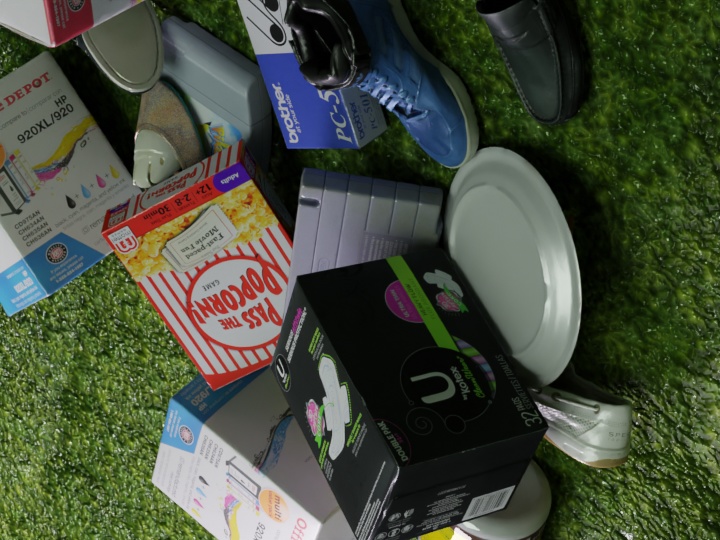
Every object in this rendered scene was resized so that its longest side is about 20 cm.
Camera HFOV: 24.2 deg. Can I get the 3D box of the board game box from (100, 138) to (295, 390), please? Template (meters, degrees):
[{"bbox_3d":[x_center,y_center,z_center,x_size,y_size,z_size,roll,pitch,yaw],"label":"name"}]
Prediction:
[{"bbox_3d":[-0.123,-0.002,1.559,0.150,0.046,0.201,-26,118,14],"label":"board game box"}]

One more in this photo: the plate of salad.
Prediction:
[{"bbox_3d":[0.130,-0.003,1.384,0.200,0.048,0.202,34,131,53],"label":"plate of salad"}]

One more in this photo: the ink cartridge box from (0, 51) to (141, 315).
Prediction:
[{"bbox_3d":[-0.333,-0.086,1.686,0.201,0.147,0.144,57,153,-7],"label":"ink cartridge box"}]

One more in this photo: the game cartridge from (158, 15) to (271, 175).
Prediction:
[{"bbox_3d":[-0.145,-0.128,1.589,0.133,0.040,0.201,32,137,19],"label":"game cartridge"}]

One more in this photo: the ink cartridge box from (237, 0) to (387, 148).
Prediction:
[{"bbox_3d":[-0.049,-0.203,1.430,0.093,0.044,0.202,4,121,45],"label":"ink cartridge box"}]

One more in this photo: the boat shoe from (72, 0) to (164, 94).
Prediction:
[{"bbox_3d":[-0.242,-0.236,1.559,0.200,0.074,0.066,55,157,17],"label":"boat shoe"}]

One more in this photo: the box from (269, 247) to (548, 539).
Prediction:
[{"bbox_3d":[0.035,0.103,1.393,0.201,0.147,0.125,60,148,32],"label":"box"}]

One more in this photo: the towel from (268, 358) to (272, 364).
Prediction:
[{"bbox_3d":[0.001,0.143,1.610,0.199,0.086,0.018,39,106,17],"label":"towel"}]

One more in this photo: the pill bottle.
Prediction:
[{"bbox_3d":[0.107,0.262,1.570,0.109,0.109,0.201,34,138,22],"label":"pill bottle"}]

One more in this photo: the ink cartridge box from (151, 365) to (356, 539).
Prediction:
[{"bbox_3d":[-0.083,0.193,1.678,0.199,0.144,0.148,37,138,17],"label":"ink cartridge box"}]

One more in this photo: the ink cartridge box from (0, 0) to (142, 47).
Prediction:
[{"bbox_3d":[-0.220,-0.299,1.405,0.085,0.200,0.149,22,132,32],"label":"ink cartridge box"}]

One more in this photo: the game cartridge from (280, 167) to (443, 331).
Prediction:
[{"bbox_3d":[0.000,0.000,1.494,0.128,0.039,0.201,6,132,-5],"label":"game cartridge"}]

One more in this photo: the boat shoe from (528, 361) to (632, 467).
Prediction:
[{"bbox_3d":[0.155,0.093,1.437,0.199,0.070,0.070,29,116,35],"label":"boat shoe"}]

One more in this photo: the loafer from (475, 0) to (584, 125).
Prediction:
[{"bbox_3d":[0.114,-0.198,1.251,0.068,0.070,0.202,3,120,43],"label":"loafer"}]

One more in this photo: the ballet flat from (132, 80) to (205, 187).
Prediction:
[{"bbox_3d":[-0.176,-0.078,1.577,0.068,0.067,0.202,3,120,43],"label":"ballet flat"}]

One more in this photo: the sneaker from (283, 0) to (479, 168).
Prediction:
[{"bbox_3d":[0.011,-0.155,1.354,0.076,0.111,0.201,-18,105,49],"label":"sneaker"}]
